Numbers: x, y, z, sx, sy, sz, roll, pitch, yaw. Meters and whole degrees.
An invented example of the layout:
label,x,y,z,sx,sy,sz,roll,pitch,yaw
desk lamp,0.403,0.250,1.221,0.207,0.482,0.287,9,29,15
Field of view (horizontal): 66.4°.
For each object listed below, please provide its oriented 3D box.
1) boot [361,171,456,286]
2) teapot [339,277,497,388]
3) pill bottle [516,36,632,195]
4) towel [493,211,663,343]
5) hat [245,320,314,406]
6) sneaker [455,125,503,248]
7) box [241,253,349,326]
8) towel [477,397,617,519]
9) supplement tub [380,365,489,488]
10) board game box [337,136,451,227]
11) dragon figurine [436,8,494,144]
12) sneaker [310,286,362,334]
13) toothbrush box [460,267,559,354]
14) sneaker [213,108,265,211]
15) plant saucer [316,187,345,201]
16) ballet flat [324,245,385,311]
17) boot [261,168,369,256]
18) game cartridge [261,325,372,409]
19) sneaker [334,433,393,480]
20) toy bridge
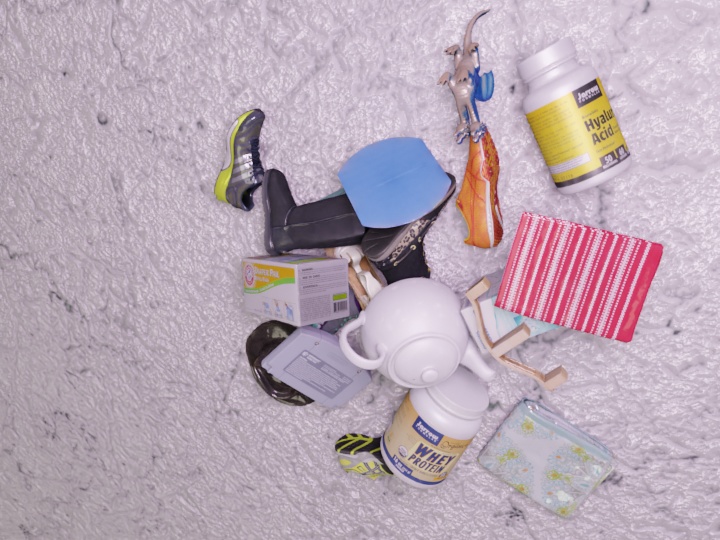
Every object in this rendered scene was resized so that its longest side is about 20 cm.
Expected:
label,x,y,z,sx,sy,sz,roll,pitch,yaw
boot,0.098,-0.058,0.950,0.073,0.204,0.154,35,163,39
teapot,0.092,0.120,0.897,0.198,0.147,0.198,-26,126,11
pill bottle,0.303,-0.223,0.797,0.110,0.111,0.202,-24,99,26
towel,0.300,0.009,0.763,0.197,0.022,0.147,15,105,7
hat,-0.170,0.211,1.143,0.197,0.081,0.204,7,111,19
sneaker,0.187,-0.134,0.897,0.076,0.073,0.204,4,106,32
box,-0.122,0.028,0.993,0.198,0.111,0.103,7,102,51
towel,0.341,0.349,1.016,0.198,0.048,0.173,31,115,8
supplement tub,0.136,0.283,1.017,0.143,0.144,0.202,30,116,8
board game box,0.056,-0.137,0.904,0.156,0.202,0.039,-24,141,-2
dragon figurine,0.168,-0.292,0.843,0.058,0.099,0.203,0,65,33
sneaker,-0.037,0.088,1.057,0.087,0.075,0.202,28,115,4
toothbrush box,0.274,0.038,0.880,0.198,0.146,0.086,-27,97,27
sneaker,-0.206,-0.201,1.019,0.080,0.074,0.202,32,124,15
plant saucer,0.008,-0.131,0.994,0.198,0.019,0.071,-23,99,25
ballet flat,0.000,0.000,0.981,0.201,0.070,0.065,56,161,7
boot,-0.077,-0.119,0.982,0.197,0.065,0.168,-9,81,25
game cartridge,-0.076,0.188,1.070,0.133,0.041,0.199,-39,123,20
sneaker,0.043,0.390,1.136,0.197,0.075,0.078,1,116,31
toy bridge,0.224,0.106,0.825,0.067,0.027,0.201,-40,92,30
